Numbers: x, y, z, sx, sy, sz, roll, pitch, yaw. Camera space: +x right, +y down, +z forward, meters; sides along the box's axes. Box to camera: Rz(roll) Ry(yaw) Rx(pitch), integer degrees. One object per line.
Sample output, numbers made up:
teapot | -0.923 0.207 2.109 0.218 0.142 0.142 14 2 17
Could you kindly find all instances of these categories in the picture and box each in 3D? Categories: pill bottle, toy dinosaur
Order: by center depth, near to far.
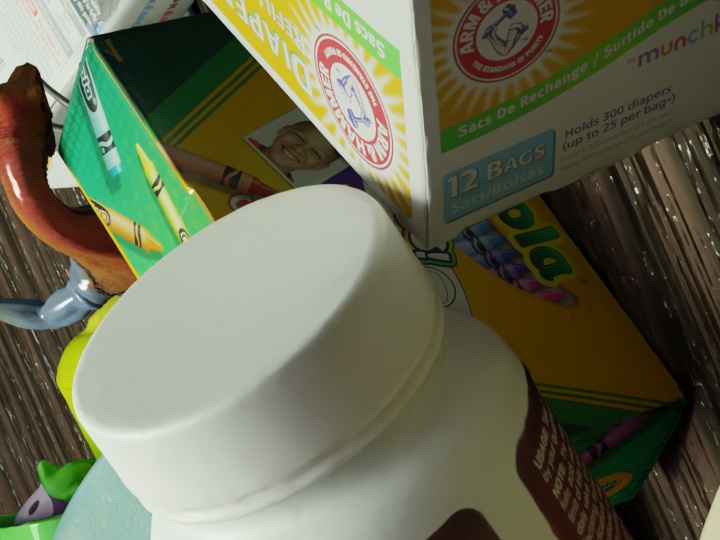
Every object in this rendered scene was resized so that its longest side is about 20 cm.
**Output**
pill bottle | 0.014 0.083 0.763 0.200 0.114 0.114 57 167 -26
toy dinosaur | -0.073 -0.020 1.024 0.181 0.199 0.106 52 -132 -84

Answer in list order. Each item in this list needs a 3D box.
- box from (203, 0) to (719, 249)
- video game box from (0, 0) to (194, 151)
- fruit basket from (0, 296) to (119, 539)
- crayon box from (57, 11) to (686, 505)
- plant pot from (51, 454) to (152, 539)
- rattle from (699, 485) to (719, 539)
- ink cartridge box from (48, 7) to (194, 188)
box | 0.011 -0.117 0.766 0.200 0.112 0.102 48 155 39
video game box | -0.125 -0.177 1.076 0.201 0.047 0.182 60 140 17
fruit basket | -0.100 0.086 1.217 0.216 0.155 0.217 41 136 55
crayon box | 0.000 0.000 0.915 0.200 0.118 0.058 55 143 28
plant pot | -0.001 0.136 1.010 0.196 0.195 0.201 48 147 43
rattle | 0.155 0.026 0.615 0.143 0.130 0.201 40 125 32
ink cartridge box | -0.133 -0.100 1.254 0.116 0.068 0.200 69 161 -7
